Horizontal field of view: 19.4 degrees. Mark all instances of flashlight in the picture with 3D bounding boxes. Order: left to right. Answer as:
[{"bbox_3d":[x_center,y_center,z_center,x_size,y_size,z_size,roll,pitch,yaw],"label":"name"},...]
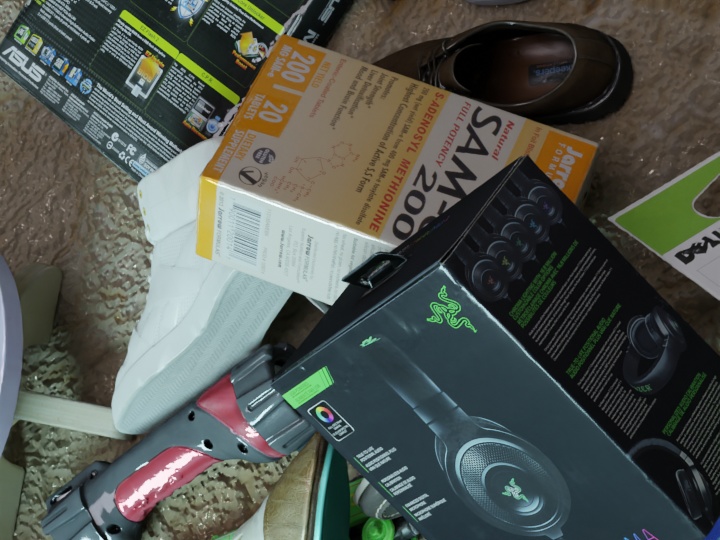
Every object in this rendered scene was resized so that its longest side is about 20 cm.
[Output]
[{"bbox_3d":[-0.108,0.124,1.307,0.200,0.068,0.068,-38,110,20],"label":"flashlight"}]

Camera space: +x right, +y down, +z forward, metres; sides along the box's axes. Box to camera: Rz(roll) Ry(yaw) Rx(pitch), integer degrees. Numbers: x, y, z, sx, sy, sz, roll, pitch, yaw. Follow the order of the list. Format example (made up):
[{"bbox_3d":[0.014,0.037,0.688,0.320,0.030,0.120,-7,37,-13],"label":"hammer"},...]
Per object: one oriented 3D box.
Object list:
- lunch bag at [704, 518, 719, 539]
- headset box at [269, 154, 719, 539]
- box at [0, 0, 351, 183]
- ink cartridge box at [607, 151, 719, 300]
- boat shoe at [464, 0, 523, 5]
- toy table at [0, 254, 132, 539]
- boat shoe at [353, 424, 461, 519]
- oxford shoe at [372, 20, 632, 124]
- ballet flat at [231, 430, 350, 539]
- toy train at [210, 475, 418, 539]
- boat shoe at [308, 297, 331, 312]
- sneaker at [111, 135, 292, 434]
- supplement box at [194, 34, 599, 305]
[{"bbox_3d":[0.282,0.139,1.092,0.150,0.094,0.200,39,89,30],"label":"lunch bag"},{"bbox_3d":[0.075,0.060,1.074,0.200,0.093,0.174,46,142,-8],"label":"headset box"},{"bbox_3d":[-0.123,-0.164,1.376,0.200,0.047,0.194,37,96,29],"label":"box"},{"bbox_3d":[0.247,0.016,1.093,0.147,0.076,0.200,-30,48,-23],"label":"ink cartridge box"},{"bbox_3d":[0.125,-0.219,1.232,0.201,0.086,0.075,-20,72,23],"label":"boat shoe"},{"bbox_3d":[-0.250,0.083,1.356,0.183,0.117,0.201,21,90,29],"label":"toy table"},{"bbox_3d":[0.086,0.089,1.198,0.200,0.067,0.057,-38,68,4],"label":"boat shoe"},{"bbox_3d":[0.053,-0.114,1.252,0.199,0.084,0.073,-14,76,26],"label":"oxford shoe"},{"bbox_3d":[-0.038,0.184,1.216,0.072,0.068,0.202,2,116,18],"label":"ballet flat"},{"bbox_3d":[-0.053,0.174,1.281,0.199,0.042,0.057,-24,61,22],"label":"toy train"},{"bbox_3d":[0.000,0.000,1.265,0.200,0.057,0.067,40,100,27],"label":"boat shoe"},{"bbox_3d":[-0.108,0.006,1.306,0.200,0.073,0.116,-51,51,38],"label":"sneaker"},{"bbox_3d":[0.021,-0.041,1.191,0.199,0.074,0.127,19,51,8],"label":"supplement box"}]
